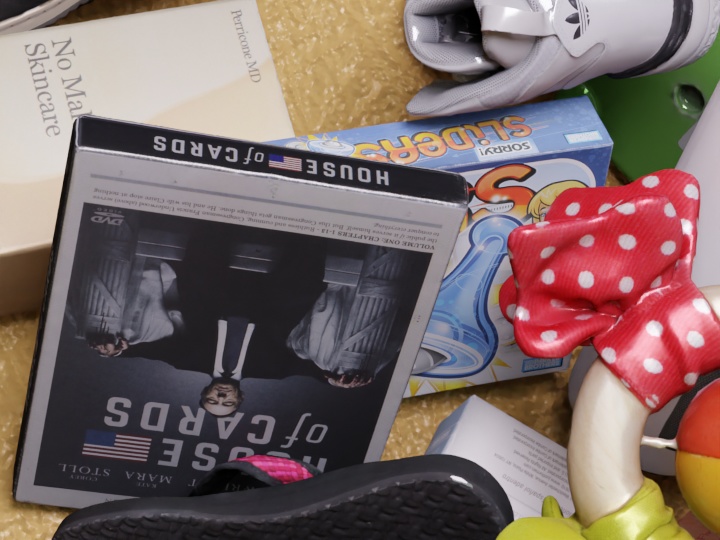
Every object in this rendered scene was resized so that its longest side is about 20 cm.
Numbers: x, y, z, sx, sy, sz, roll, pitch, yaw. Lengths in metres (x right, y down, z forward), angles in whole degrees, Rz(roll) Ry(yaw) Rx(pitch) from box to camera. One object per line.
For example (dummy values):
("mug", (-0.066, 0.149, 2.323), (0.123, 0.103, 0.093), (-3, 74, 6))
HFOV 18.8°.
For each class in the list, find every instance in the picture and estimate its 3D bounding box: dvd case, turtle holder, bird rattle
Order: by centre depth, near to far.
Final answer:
("bird rattle", (0.127, 0.063, 0.831), (0.162, 0.113, 0.201), (8, 76, 1))
("dvd case", (-0.054, 0.030, 0.866), (0.150, 0.200, 0.025), (8, 42, -10))
("turtle holder", (0.159, -0.105, 0.991), (0.185, 0.141, 0.132), (26, 46, 28))

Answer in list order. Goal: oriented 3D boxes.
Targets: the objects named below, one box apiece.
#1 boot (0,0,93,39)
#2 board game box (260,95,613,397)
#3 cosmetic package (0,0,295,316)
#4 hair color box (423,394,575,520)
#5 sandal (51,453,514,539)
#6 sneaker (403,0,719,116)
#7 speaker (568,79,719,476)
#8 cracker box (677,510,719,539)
("boot", (-0.150, -0.177, 0.904), (0.199, 0.151, 0.073), (-16, 37, 5))
("board game box", (0.000, 0.000, 0.914), (0.199, 0.136, 0.035), (-9, 45, -15))
("cosmetic package", (-0.131, -0.044, 0.924), (0.199, 0.071, 0.106), (-13, 70, -16))
("hair color box", (0.039, 0.166, 0.913), (0.099, 0.061, 0.200), (30, 69, -3))
("sandal", (-0.031, 0.105, 0.886), (0.199, 0.075, 0.045), (-12, 36, 19))
("sneaker", (0.049, -0.109, 0.916), (0.115, 0.200, 0.075), (-12, 100, -30))
("speaker", (0.154, -0.004, 0.907), (0.081, 0.200, 0.081), (10, 47, -11))
("cracker box", (0.210, 0.175, 0.921), (0.134, 0.058, 0.200), (-39, 103, -20))
